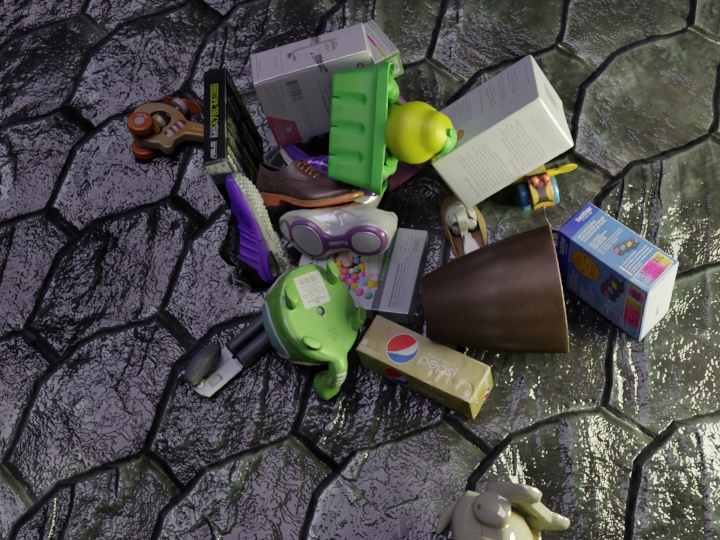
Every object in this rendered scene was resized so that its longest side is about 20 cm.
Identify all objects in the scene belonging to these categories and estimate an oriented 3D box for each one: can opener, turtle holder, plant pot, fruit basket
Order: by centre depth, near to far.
[{"bbox_3d":[0.192,0.042,1.590,0.198,0.187,0.189,-9,58,6],"label":"plant pot"},{"bbox_3d":[-0.070,0.086,1.650,0.185,0.131,0.141,44,54,-13],"label":"turtle holder"},{"bbox_3d":[0.053,-0.221,1.685,0.213,0.156,0.218,1,102,6],"label":"fruit basket"},{"bbox_3d":[-0.189,0.118,1.699,0.200,0.067,0.053,-41,60,-13],"label":"can opener"}]

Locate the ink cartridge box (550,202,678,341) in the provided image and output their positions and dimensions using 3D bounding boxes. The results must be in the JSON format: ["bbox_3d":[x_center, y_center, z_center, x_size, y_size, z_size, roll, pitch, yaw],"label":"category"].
[{"bbox_3d":[0.364,-0.007,1.613,0.076,0.137,0.200,-39,59,-18],"label":"ink cartridge box"}]

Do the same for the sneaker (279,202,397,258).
[{"bbox_3d":[-0.033,-0.068,1.742,0.198,0.076,0.100,7,34,21],"label":"sneaker"}]

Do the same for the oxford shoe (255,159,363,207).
[{"bbox_3d":[-0.087,-0.142,1.756,0.198,0.071,0.074,3,100,25],"label":"oxford shoe"}]

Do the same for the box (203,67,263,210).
[{"bbox_3d":[-0.210,-0.201,1.816,0.047,0.200,0.195,-12,58,8],"label":"box"}]

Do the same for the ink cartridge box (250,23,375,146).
[{"bbox_3d":[-0.067,-0.306,1.802,0.198,0.147,0.083,-15,49,5],"label":"ink cartridge box"}]

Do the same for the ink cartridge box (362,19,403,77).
[{"bbox_3d":[-0.033,-0.359,1.951,0.199,0.060,0.104,-30,53,-7],"label":"ink cartridge box"}]

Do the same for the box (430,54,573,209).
[{"bbox_3d":[0.219,-0.220,1.723,0.199,0.106,0.153,-30,30,22],"label":"box"}]

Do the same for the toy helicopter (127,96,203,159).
[{"bbox_3d":[-0.318,-0.261,1.965,0.198,0.079,0.133,12,53,6],"label":"toy helicopter"}]

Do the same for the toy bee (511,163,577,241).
[{"bbox_3d":[0.290,-0.138,1.725,0.130,0.109,0.201,-30,57,-8],"label":"toy bee"}]

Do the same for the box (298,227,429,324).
[{"bbox_3d":[0.000,0.000,1.745,0.198,0.041,0.157,6,60,17],"label":"box"}]

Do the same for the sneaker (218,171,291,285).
[{"bbox_3d":[-0.188,-0.056,1.736,0.099,0.201,0.070,-21,27,6],"label":"sneaker"}]

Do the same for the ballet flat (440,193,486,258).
[{"bbox_3d":[0.173,-0.056,1.728,0.068,0.063,0.202,-17,57,1],"label":"ballet flat"}]

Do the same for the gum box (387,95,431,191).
[{"bbox_3d":[0.034,-0.245,1.868,0.113,0.066,0.200,-35,59,-9],"label":"gum box"}]

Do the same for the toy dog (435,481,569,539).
[{"bbox_3d":[0.164,0.390,1.422,0.192,0.140,0.202,3,59,29],"label":"toy dog"}]

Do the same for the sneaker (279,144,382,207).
[{"bbox_3d":[-0.045,-0.168,1.827,0.199,0.081,0.084,27,84,17],"label":"sneaker"}]

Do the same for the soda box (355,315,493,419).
[{"bbox_3d":[0.096,0.144,1.624,0.199,0.064,0.068,24,67,24],"label":"soda box"}]
